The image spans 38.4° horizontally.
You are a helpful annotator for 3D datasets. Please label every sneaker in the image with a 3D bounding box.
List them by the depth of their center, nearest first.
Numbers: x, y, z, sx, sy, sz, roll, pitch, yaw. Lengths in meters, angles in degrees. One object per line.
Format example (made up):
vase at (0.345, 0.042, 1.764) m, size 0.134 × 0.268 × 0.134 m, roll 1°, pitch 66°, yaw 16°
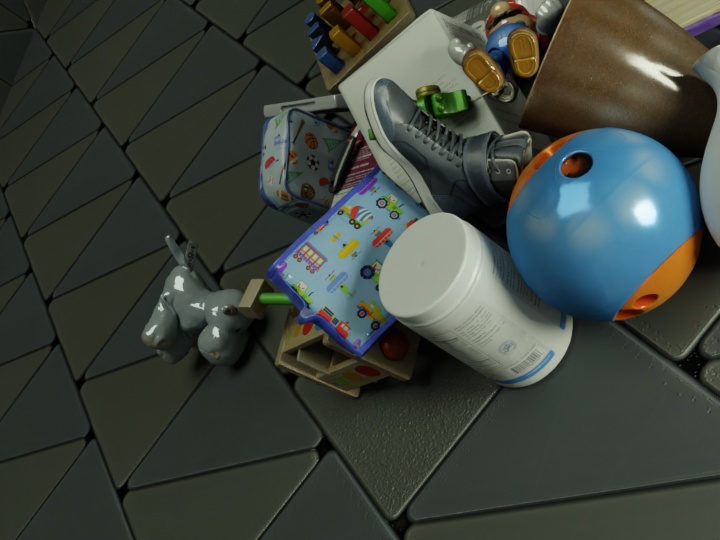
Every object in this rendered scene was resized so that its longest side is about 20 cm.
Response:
sneaker at (0.106, -0.147, 1.146) m, size 0.146 × 0.202 × 0.077 m, roll -12°, pitch 39°, yaw 39°

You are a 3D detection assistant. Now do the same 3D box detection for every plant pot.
plant pot at (0.303, -0.205, 1.134) m, size 0.187 × 0.200 × 0.187 m, roll 24°, pitch -90°, yaw -82°

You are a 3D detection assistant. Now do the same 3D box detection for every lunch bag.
lunch bag at (0.000, 0.000, 1.218) m, size 0.200 × 0.151 × 0.094 m, roll -41°, pitch -11°, yaw -29°
lunch bag at (-0.055, -0.148, 1.522) m, size 0.076 × 0.200 × 0.161 m, roll -19°, pitch 63°, yaw 43°

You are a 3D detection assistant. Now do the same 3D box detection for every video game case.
video game case at (-0.017, -0.257, 1.582) m, size 0.182 × 0.200 × 0.023 m, roll 3°, pitch 102°, yaw 50°

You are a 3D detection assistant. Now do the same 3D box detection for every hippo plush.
hippo plush at (-0.230, 0.068, 1.639) m, size 0.161 × 0.159 × 0.200 m, roll 16°, pitch 90°, yaw 22°

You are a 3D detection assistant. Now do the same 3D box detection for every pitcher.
pitcher at (0.416, -0.113, 1.007) m, size 0.171 × 0.121 × 0.200 m, roll -1°, pitch 77°, yaw 1°

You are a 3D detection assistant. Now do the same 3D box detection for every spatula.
spatula at (0.000, -0.198, 1.454) m, size 0.056 × 0.021 × 0.200 m, roll 16°, pitch 77°, yaw 52°

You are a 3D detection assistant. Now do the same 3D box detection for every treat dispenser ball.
treat dispenser ball at (0.253, -0.047, 1.075) m, size 0.201 × 0.201 × 0.201 m, roll -30°, pitch 43°, yaw 32°

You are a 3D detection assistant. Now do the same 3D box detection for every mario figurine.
mario figurine at (0.159, -0.264, 1.156) m, size 0.200 × 0.123 × 0.106 m, roll -59°, pitch -20°, yaw -66°

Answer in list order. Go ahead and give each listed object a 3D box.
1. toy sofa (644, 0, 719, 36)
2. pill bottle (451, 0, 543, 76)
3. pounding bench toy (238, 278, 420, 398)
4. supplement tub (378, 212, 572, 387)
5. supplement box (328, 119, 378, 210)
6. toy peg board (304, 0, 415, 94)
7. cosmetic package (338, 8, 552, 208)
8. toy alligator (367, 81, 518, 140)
toy sofa at (0.380, -0.293, 1.222) m, size 0.200 × 0.083 × 0.098 m, roll -23°, pitch 52°, yaw 38°
pill bottle at (0.178, -0.316, 1.449) m, size 0.200 × 0.114 × 0.114 m, roll -22°, pitch 48°, yaw 39°
pounding bench toy at (-0.037, 0.058, 1.308) m, size 0.156 × 0.200 × 0.124 m, roll -28°, pitch 42°, yaw 54°
supplement tub at (0.132, 0.036, 1.152) m, size 0.132 × 0.200 × 0.132 m, roll -30°, pitch 43°, yaw 32°
supplement box at (0.033, -0.120, 1.467) m, size 0.086 × 0.110 × 0.200 m, roll -12°, pitch 54°, yaw 45°
toy peg board at (-0.027, -0.449, 1.809) m, size 0.199 × 0.098 × 0.200 m, roll -41°, pitch 38°, yaw 20°
cosmetic package at (0.111, -0.194, 1.326) m, size 0.165 × 0.165 × 0.200 m, roll -35°, pitch 73°, yaw 27°
toy alligator at (0.084, -0.189, 1.213) m, size 0.200 × 0.054 × 0.059 m, roll -14°, pitch 83°, yaw 31°
